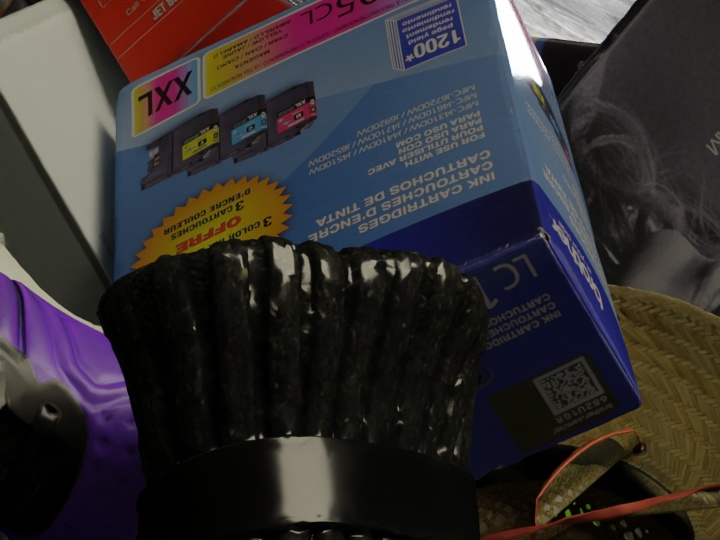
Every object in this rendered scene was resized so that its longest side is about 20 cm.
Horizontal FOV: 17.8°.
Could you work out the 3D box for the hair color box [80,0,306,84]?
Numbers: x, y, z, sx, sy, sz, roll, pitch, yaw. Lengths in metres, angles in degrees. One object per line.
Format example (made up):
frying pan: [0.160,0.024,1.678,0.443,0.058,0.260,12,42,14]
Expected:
hair color box: [-0.080,-0.142,0.840,0.200,0.061,0.101,56,15,24]

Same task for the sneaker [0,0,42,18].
sneaker: [-0.146,-0.112,0.838,0.075,0.090,0.200,47,19,30]

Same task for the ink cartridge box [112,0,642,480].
ink cartridge box: [0.000,0.000,0.680,0.076,0.136,0.200,57,15,-36]

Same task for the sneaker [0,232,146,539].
sneaker: [-0.111,0.031,0.585,0.200,0.070,0.099,39,23,18]

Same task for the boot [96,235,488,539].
boot: [-0.029,0.069,0.481,0.211,0.079,0.158,15,70,-68]

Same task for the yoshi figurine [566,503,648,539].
yoshi figurine: [0.102,0.056,0.852,0.112,0.112,0.200,53,30,18]

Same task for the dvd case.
dvd case: [0.141,0.004,0.787,0.200,0.149,0.016,42,-8,-14]

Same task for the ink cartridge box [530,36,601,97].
ink cartridge box: [0.108,-0.069,0.985,0.197,0.047,0.200,9,3,38]

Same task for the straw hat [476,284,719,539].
straw hat: [0.057,0.097,0.696,0.201,0.201,0.085,-120,-166,-52]

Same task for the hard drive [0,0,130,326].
hard drive: [-0.081,-0.033,0.794,0.132,0.026,0.200,61,14,-8]
